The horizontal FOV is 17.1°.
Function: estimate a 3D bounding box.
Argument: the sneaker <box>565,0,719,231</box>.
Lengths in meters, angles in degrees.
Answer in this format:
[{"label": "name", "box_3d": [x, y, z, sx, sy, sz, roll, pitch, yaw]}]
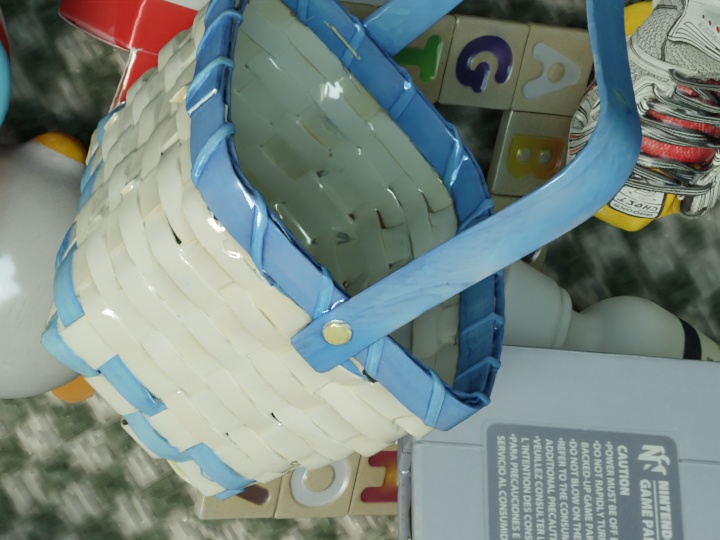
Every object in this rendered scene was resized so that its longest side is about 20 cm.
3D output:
[{"label": "sneaker", "box_3d": [0.119, -0.055, 0.835, 0.078, 0.200, 0.082, 25, 81, -1]}]

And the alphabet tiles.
[{"label": "alphabet tiles", "box_3d": [0.000, 0.000, 0.896, 0.167, 0.008, 0.201, 2, 108, -33]}]

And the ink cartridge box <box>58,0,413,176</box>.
[{"label": "ink cartridge box", "box_3d": [-0.032, -0.128, 0.871, 0.116, 0.067, 0.201, 14, 100, -35]}]

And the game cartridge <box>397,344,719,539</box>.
[{"label": "game cartridge", "box_3d": [0.079, 0.120, 0.775, 0.133, 0.042, 0.201, 7, 58, -11]}]

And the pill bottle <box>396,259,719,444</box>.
[{"label": "pill bottle", "box_3d": [0.112, 0.080, 0.898, 0.200, 0.111, 0.111, 33, 97, -12]}]

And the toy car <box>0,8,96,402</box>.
[{"label": "toy car", "box_3d": [-0.143, -0.025, 0.883, 0.200, 0.184, 0.177, 20, 98, -34]}]

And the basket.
[{"label": "basket", "box_3d": [0.004, -0.034, 0.759, 0.139, 0.177, 0.200, 41, 121, -22]}]
